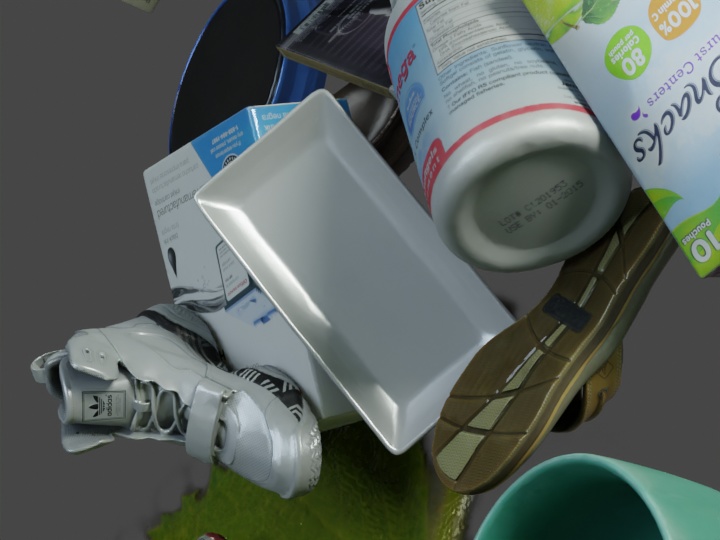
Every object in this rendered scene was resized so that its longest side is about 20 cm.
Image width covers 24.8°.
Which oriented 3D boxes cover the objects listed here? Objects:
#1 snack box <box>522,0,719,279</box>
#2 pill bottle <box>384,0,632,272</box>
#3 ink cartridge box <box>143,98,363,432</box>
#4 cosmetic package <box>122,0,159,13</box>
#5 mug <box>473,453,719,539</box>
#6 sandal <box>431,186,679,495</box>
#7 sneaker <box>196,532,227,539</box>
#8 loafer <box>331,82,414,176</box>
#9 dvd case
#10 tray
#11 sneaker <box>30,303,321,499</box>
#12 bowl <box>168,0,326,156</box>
[{"bbox_3d":[0.174,-0.119,0.800,0.142,0.053,0.201,-45,63,34],"label":"snack box"},{"bbox_3d":[0.073,-0.104,0.912,0.109,0.108,0.201,-50,37,32],"label":"pill bottle"},{"bbox_3d":[-0.054,0.007,1.075,0.146,0.085,0.202,-23,77,51],"label":"ink cartridge box"},{"bbox_3d":[-0.198,-0.360,1.547,0.201,0.102,0.088,-55,34,29],"label":"cosmetic package"},{"bbox_3d":[0.133,0.179,0.725,0.153,0.113,0.186,-54,36,27],"label":"mug"},{"bbox_3d":[0.116,0.046,0.889,0.201,0.054,0.080,-52,29,4],"label":"sandal"},{"bbox_3d":[-0.124,0.279,1.116,0.078,0.081,0.202,-1,73,57],"label":"sneaker"},{"bbox_3d":[-0.012,-0.085,1.136,0.201,0.070,0.073,-57,34,23],"label":"loafer"},{"bbox_3d":[0.037,-0.182,1.099,0.149,0.016,0.200,-45,30,-9],"label":"dvd case"},{"bbox_3d":[0.000,0.000,0.980,0.107,0.201,0.022,-39,-7,1],"label":"tray"},{"bbox_3d":[-0.117,0.089,1.009,0.199,0.114,0.076,34,125,42],"label":"sneaker"},{"bbox_3d":[-0.095,-0.143,1.331,0.200,0.039,0.203,-33,49,46],"label":"bowl"}]
